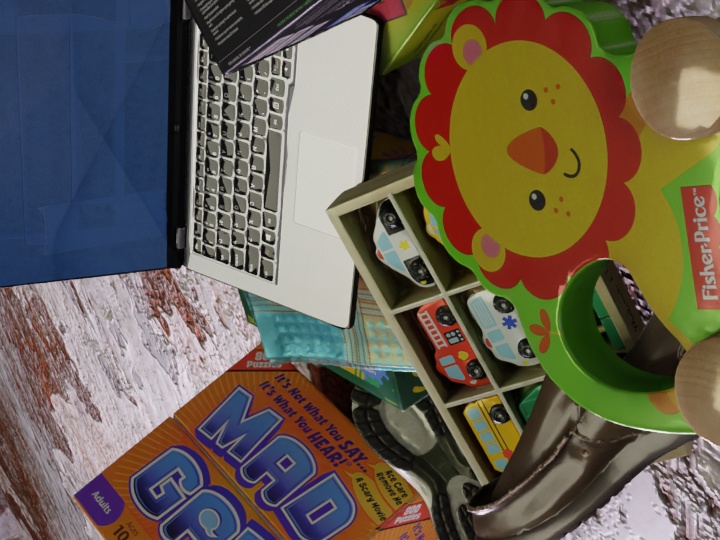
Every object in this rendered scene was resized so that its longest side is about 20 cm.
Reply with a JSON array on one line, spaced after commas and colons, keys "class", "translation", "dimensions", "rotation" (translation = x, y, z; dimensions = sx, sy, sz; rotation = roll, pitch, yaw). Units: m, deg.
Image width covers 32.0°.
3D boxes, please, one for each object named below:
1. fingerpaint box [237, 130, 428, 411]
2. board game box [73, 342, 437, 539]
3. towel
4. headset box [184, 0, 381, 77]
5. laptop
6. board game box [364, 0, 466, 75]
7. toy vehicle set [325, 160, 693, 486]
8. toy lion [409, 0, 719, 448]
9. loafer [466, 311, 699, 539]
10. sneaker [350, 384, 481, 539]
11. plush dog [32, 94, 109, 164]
[{"class": "fingerpaint box", "translation": [-0.024, -0.018, 0.865], "dimensions": [0.200, 0.073, 0.167], "rotation": [25, 138, 49]}, {"class": "board game box", "translation": [-0.070, 0.226, 1.020], "dimensions": [0.200, 0.200, 0.200], "rotation": [40, 162, 34]}, {"class": "towel", "translation": [0.000, 0.000, 0.750], "dimensions": [0.199, 0.022, 0.147], "rotation": [2, 123, 35]}, {"class": "headset box", "translation": [-0.035, -0.212, 0.530], "dimensions": [0.174, 0.093, 0.201], "rotation": [-22, 98, 57]}, {"class": "laptop", "translation": [-0.107, -0.060, 0.695], "dimensions": [0.199, 0.116, 0.188], "rotation": [20, 121, 26]}, {"class": "board game box", "translation": [0.033, -0.188, 0.610], "dimensions": [0.102, 0.048, 0.200], "rotation": [57, 154, 5]}, {"class": "toy vehicle set", "translation": [0.082, 0.027, 0.678], "dimensions": [0.124, 0.027, 0.201], "rotation": [-21, 108, 30]}, {"class": "toy lion", "translation": [0.102, -0.029, 0.556], "dimensions": [0.191, 0.068, 0.201], "rotation": [-3, 101, 48]}, {"class": "loafer", "translation": [0.120, 0.071, 0.636], "dimensions": [0.071, 0.073, 0.200], "rotation": [48, 120, 6]}, {"class": "sneaker", "translation": [0.072, 0.148, 0.906], "dimensions": [0.200, 0.077, 0.089], "rotation": [56, -174, 3]}, {"class": "plush dog", "translation": [-0.183, -0.159, 0.818], "dimensions": [0.172, 0.161, 0.200], "rotation": [40, -178, 8]}]
